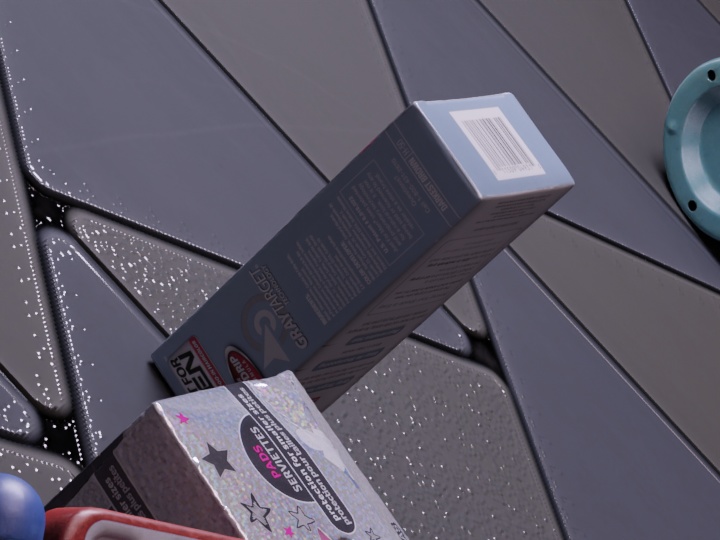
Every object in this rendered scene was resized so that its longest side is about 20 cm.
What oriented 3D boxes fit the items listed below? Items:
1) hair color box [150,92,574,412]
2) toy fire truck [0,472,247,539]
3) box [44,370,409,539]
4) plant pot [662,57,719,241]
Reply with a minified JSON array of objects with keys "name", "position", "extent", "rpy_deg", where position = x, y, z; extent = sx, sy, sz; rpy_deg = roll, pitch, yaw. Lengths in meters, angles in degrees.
[{"name":"hair color box","position":[0.000,0.000,1.241],"extent":[0.061,0.200,0.099],"rpy_deg":[55,29,15]},{"name":"toy fire truck","position":[-0.110,0.162,0.893],"extent":[0.199,0.112,0.169],"rpy_deg":[19,72,-43]},{"name":"box","position":[-0.040,0.161,1.047],"extent":[0.200,0.132,0.115],"rpy_deg":[54,27,14]},{"name":"plant pot","position":[0.328,-0.095,1.860],"extent":[0.187,0.200,0.201],"rpy_deg":[-11,61,-41]}]
